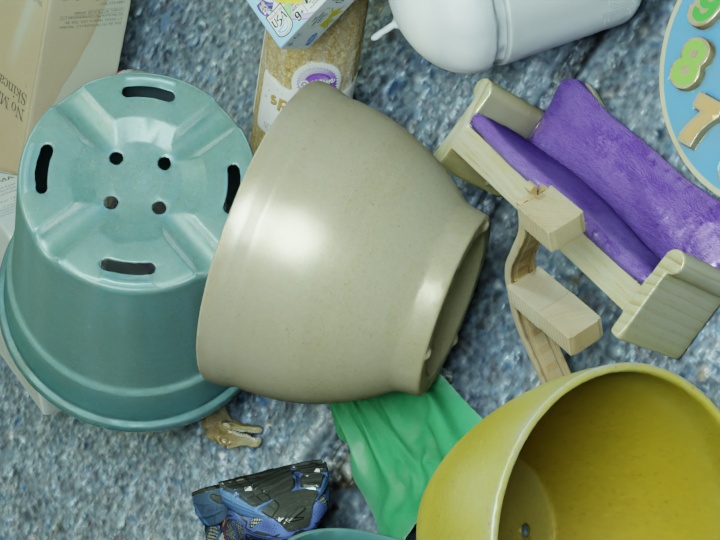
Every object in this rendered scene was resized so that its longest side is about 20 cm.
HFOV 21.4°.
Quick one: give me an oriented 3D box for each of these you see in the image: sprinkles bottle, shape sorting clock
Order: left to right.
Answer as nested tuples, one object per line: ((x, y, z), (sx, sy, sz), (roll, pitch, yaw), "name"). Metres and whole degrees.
((-0.034, -0.143, 1.288), (0.068, 0.068, 0.201), (47, 141, 35), "sprinkles bottle")
((0.268, -0.130, 1.144), (0.199, 0.039, 0.202), (-12, 69, 33), "shape sorting clock")

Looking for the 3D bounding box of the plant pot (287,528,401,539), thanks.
((0.004, 0.281, 1.144), (0.200, 0.200, 0.162), (42, 117, 36), "plant pot")

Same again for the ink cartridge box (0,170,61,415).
((-0.270, -0.007, 1.466), (0.200, 0.047, 0.161), (44, 146, 50), "ink cartridge box")

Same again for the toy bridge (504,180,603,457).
((0.114, 0.023, 1.137), (0.027, 0.201, 0.067), (-30, 44, -17), "toy bridge")

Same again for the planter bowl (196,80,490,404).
((0.000, 0.000, 1.187), (0.134, 0.200, 0.202), (22, 91, 12), "planter bowl")

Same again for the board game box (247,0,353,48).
((-0.014, -0.250, 1.153), (0.200, 0.034, 0.135), (-44, 73, 29), "board game box")

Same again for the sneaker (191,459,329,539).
((-0.058, 0.171, 1.255), (0.200, 0.075, 0.079), (143, 113, -75), "sneaker")

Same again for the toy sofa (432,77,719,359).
((0.146, -0.045, 1.187), (0.098, 0.083, 0.200), (-53, 54, 14), "toy sofa")

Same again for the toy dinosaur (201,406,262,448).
((-0.147, 0.064, 1.394), (0.199, 0.058, 0.102), (24, 93, 39), "toy dinosaur")

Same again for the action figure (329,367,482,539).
((0.020, 0.082, 1.267), (0.118, 0.055, 0.201), (-46, 48, 19), "action figure")

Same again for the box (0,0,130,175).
((-0.244, -0.150, 1.467), (0.095, 0.077, 0.201), (36, 123, 37), "box")

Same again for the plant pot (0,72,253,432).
((-0.145, -0.020, 1.250), (0.198, 0.196, 0.202), (2, 67, -5), "plant pot")

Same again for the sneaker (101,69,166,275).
((-0.160, -0.062, 1.431), (0.087, 0.082, 0.201), (0, 62, 5), "sneaker")

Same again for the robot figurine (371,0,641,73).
((0.100, -0.194, 1.207), (0.199, 0.170, 0.113), (-20, 59, -11), "robot figurine")

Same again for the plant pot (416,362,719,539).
((0.112, 0.156, 1.109), (0.142, 0.199, 0.202), (-6, 73, 56), "plant pot")
